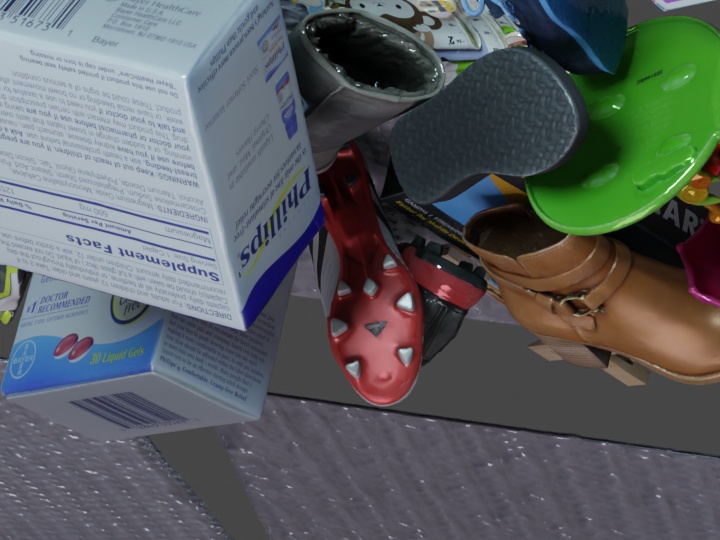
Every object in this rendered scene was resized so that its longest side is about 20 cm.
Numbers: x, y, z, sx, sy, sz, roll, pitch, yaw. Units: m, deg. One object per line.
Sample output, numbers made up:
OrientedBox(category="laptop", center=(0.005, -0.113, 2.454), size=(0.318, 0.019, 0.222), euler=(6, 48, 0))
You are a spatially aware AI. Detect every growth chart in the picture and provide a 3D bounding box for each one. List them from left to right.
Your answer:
OrientedBox(category="growth chart", center=(0.021, -0.163, 1.615), size=(0.145, 0.018, 0.200), euler=(-7, 149, 43))

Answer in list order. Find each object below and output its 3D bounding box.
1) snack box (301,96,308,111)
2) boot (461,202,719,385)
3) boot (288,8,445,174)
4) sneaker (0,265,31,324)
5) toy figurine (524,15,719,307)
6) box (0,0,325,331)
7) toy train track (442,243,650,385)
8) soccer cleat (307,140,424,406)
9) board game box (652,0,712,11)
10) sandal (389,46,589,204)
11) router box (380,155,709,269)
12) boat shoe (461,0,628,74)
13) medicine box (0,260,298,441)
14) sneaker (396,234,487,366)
OrientedBox(category="snack box", center=(-0.131, -0.156, 1.603), size=(0.116, 0.037, 0.200), euler=(-10, 124, 45))
OrientedBox(category="boot", center=(0.175, 0.008, 1.727), size=(0.200, 0.074, 0.155), euler=(-8, 144, 32))
OrientedBox(category="boot", center=(-0.060, -0.118, 1.674), size=(0.181, 0.073, 0.200), euler=(10, 171, -15))
OrientedBox(category="sneaker", center=(-0.297, -0.014, 2.095), size=(0.081, 0.074, 0.200), euler=(20, 156, -7))
OrientedBox(category="toy figurine", center=(0.231, -0.048, 1.576), size=(0.200, 0.150, 0.184), euler=(-23, 134, 35))
OrientedBox(category="box", center=(-0.136, -0.086, 1.564), size=(0.184, 0.105, 0.200), euler=(15, 138, 25))
OrientedBox(category="toy train track", center=(0.139, 0.025, 1.979), size=(0.200, 0.033, 0.115), euler=(32, 160, -25))
OrientedBox(category="soccer cleat", center=(0.000, 0.000, 1.804), size=(0.068, 0.200, 0.085), euler=(-19, 163, 2))
OrientedBox(category="board game box", center=(0.165, -0.211, 1.379), size=(0.153, 0.040, 0.200), euler=(-7, 150, 42))
OrientedBox(category="sandal", center=(0.082, -0.089, 1.564), size=(0.048, 0.076, 0.200), euler=(-16, 180, -29))
OrientedBox(category="router box", center=(0.136, -0.039, 1.790), size=(0.200, 0.051, 0.149), euler=(29, 152, -32))
OrientedBox(category="boat shoe", center=(0.093, -0.160, 1.494), size=(0.068, 0.084, 0.200), euler=(8, 155, 24))
OrientedBox(category="medicine box", center=(-0.142, 0.007, 1.873), size=(0.103, 0.200, 0.182), euler=(28, 154, -36))
OrientedBox(category="sneaker", center=(0.016, 0.020, 1.893), size=(0.071, 0.098, 0.200), euler=(27, 178, -25))
